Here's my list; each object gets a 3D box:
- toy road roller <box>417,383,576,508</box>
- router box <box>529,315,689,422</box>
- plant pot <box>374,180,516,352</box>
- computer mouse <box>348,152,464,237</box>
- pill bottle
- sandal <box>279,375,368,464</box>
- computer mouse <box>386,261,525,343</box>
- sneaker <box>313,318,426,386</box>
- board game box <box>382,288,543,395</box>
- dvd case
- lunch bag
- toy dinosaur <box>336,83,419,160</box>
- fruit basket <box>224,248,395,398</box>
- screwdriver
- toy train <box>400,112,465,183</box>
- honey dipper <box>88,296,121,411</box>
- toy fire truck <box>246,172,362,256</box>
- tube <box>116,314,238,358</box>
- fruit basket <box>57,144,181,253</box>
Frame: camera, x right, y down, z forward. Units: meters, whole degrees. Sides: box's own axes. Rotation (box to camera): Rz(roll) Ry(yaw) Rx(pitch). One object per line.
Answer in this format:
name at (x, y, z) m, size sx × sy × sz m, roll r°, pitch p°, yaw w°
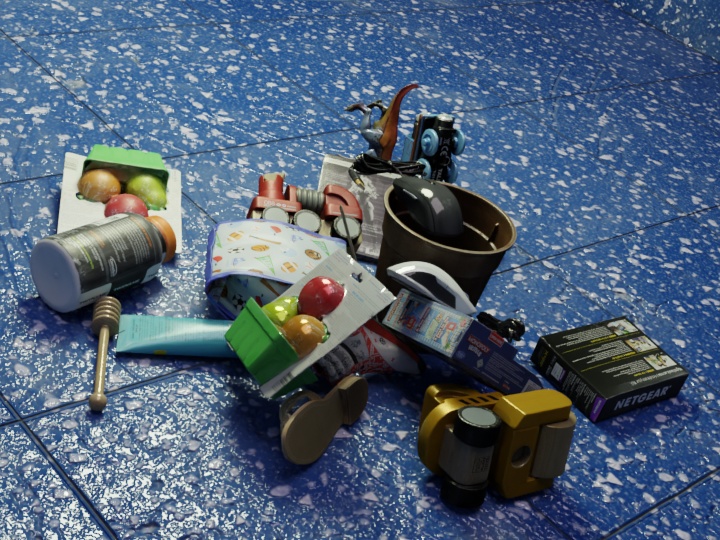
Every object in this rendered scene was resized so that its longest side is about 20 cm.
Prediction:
toy road roller at (0.163, 0.207, 1.486) m, size 0.199 × 0.123 × 0.146 m, roll -4°, pitch 25°, yaw -30°
router box at (0.379, 0.146, 1.751) m, size 0.200 × 0.051 × 0.149 m, roll -10°, pitch 42°, yaw -37°
plant pot at (0.105, 0.000, 1.708) m, size 0.200 × 0.199 × 0.200 m, roll 13°, pitch 31°, yaw -8°
computer mouse at (0.065, -0.119, 1.641) m, size 0.140 × 0.046 × 0.200 m, roll 3°, pitch 33°, yaw -24°
pill bottle at (-0.350, -0.020, 1.605) m, size 0.106 × 0.106 × 0.200 m, roll 33°, pitch 34°, yaw 25°
sandal at (-0.068, 0.187, 1.469) m, size 0.069 × 0.078 × 0.212 m, roll 5°, pitch 17°, yaw 28°
computer mouse at (0.129, 0.034, 1.577) m, size 0.200 × 0.044 × 0.110 m, roll 31°, pitch -3°, yaw -13°
sneaker at (0.000, 0.120, 1.594) m, size 0.201 × 0.108 × 0.067 m, roll 39°, pitch -1°, yaw -41°
board game box at (0.134, 0.099, 1.582) m, size 0.200 × 0.062 × 0.200 m, roll 34°, pitch -5°, yaw -40°
dvd case at (-0.003, -0.104, 1.933) m, size 0.148 × 0.016 × 0.200 m, roll 13°, pitch 53°, yaw -6°
lunch bag at (-0.127, 0.012, 1.650) m, size 0.199 × 0.124 × 0.170 m, roll 19°, pitch 28°, yaw -16°
toy dinosaur at (0.027, -0.205, 2.014) m, size 0.105 × 0.200 × 0.182 m, roll -13°, pitch 83°, yaw -52°
fruit basket at (-0.065, 0.068, 1.471) m, size 0.200 × 0.094 × 0.185 m, roll -34°, pitch 30°, yaw -9°
screwdriver at (0.000, 0.000, 1.690) m, size 0.029 × 0.201 × 0.028 m, roll -11°, pitch 2°, yaw -20°
toy train at (0.116, -0.185, 2.018) m, size 0.086 × 0.201 × 0.114 m, roll -4°, pitch 26°, yaw -31°
honey dipper at (-0.332, 0.106, 1.480) m, size 0.038 × 0.038 × 0.200 m, roll 9°, pitch 33°, yaw -13°
toy fire truck at (-0.096, -0.104, 1.838) m, size 0.175 × 0.129 × 0.201 m, roll 7°, pitch 56°, yaw -16°
tube at (-0.226, 0.090, 1.554) m, size 0.199 × 0.051 × 0.078 m, roll 5°, pitch 29°, yaw -11°
fruit basket at (-0.367, -0.101, 1.771) m, size 0.185 × 0.094 × 0.200 m, roll 7°, pitch 48°, yaw -16°
